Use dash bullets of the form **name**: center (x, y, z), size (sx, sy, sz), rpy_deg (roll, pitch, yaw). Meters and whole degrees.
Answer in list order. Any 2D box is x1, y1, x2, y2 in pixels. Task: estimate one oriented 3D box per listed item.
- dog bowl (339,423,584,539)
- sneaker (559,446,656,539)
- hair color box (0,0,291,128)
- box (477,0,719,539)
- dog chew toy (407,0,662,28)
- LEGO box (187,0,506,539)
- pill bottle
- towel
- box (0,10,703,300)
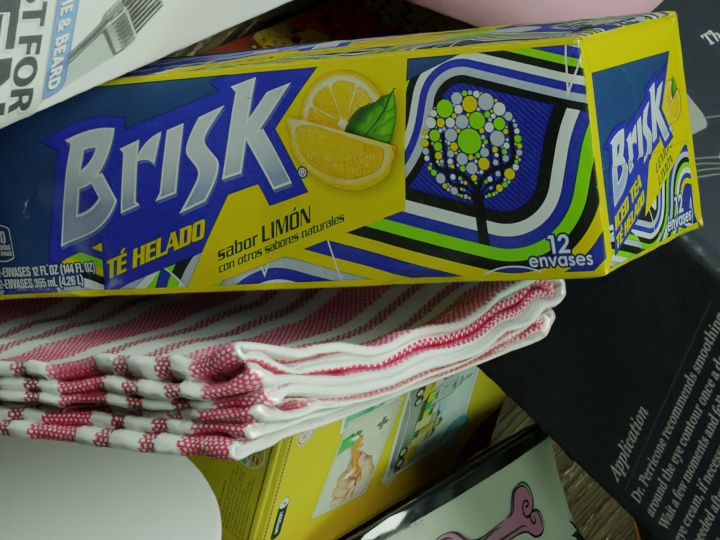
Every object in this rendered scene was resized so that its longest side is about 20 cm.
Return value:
- **dog bowl**: center (0.006, 0.141, 0.986), size (0.200, 0.074, 0.200), rpy_deg (-31, 175, -3)
- **sneaker**: center (0.095, 0.034, 0.969), size (0.078, 0.200, 0.077), rpy_deg (-1, 124, -23)
- **hair color box**: center (-0.081, -0.105, 0.643), size (0.200, 0.065, 0.109), rpy_deg (-31, 146, -40)
- **box**: center (0.161, -0.001, 0.817), size (0.197, 0.200, 0.117), rpy_deg (-26, 149, -35)
- **dog chew toy**: center (0.065, -0.170, 0.742), size (0.125, 0.125, 0.200), rpy_deg (8, 105, -61)
- **LEGO box**: center (0.000, 0.000, 0.891), size (0.149, 0.077, 0.200), rpy_deg (-27, 144, -42)
- **pill bottle**: center (-0.114, 0.153, 0.858), size (0.113, 0.113, 0.200), rpy_deg (-26, 144, -43)
- **towel**: center (-0.060, 0.016, 0.712), size (0.146, 0.200, 0.030), rpy_deg (-17, 106, -50)
- **box**: center (-0.011, -0.031, 0.690), size (0.070, 0.200, 0.064), rpy_deg (-22, 106, -59)
